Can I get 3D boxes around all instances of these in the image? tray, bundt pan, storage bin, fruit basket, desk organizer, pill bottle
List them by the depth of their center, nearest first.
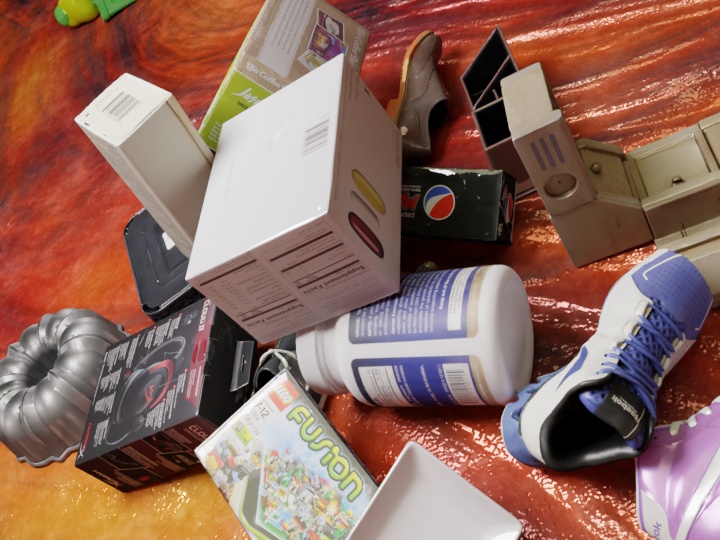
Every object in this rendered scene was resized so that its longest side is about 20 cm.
[{"bbox_3d":[0.025,0.242,0.571,0.106,0.022,0.202,34,82,8],"label":"tray"},{"bbox_3d":[0.047,0.062,0.687,0.195,0.116,0.118,-5,50,29],"label":"pill bottle"},{"bbox_3d":[0.157,-0.178,0.851,0.070,0.077,0.203,-23,44,14],"label":"desk organizer"},{"bbox_3d":[-0.199,-0.014,0.937,0.134,0.094,0.201,-35,43,2],"label":"storage bin"},{"bbox_3d":[-0.378,0.129,0.945,0.197,0.076,0.205,-19,44,19],"label":"bundt pan"},{"bbox_3d":[-0.621,-0.653,1.756,0.209,0.158,0.219,-7,42,6],"label":"fruit basket"}]

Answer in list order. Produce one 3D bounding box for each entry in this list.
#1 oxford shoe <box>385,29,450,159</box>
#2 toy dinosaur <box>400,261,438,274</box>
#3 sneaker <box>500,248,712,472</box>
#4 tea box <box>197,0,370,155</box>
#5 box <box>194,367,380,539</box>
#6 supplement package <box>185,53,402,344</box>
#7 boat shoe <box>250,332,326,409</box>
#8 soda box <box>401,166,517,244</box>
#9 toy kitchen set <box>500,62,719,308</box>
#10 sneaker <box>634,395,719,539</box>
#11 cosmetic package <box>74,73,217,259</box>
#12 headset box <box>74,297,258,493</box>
[{"bbox_3d":[0.082,-0.217,0.957,0.071,0.072,0.204,10,62,15],"label":"oxford shoe"},{"bbox_3d":[0.000,0.000,0.799,0.198,0.104,0.062,21,104,52],"label":"toy dinosaur"},{"bbox_3d":[0.195,0.080,0.563,0.200,0.081,0.115,-46,3,-1],"label":"sneaker"},{"bbox_3d":[-0.098,-0.195,0.896,0.197,0.132,0.203,-48,21,38],"label":"tea box"},{"bbox_3d":[-0.042,0.193,0.640,0.110,0.035,0.200,-41,64,-5],"label":"box"},{"bbox_3d":[-0.052,-0.065,0.701,0.153,0.111,0.204,-21,45,27],"label":"supplement package"},{"bbox_3d":[-0.071,0.106,0.766,0.070,0.068,0.204,-11,47,27],"label":"boat shoe"},{"bbox_3d":[0.059,-0.069,0.794,0.195,0.063,0.073,6,91,27],"label":"soda box"},{"bbox_3d":[0.246,-0.082,0.629,0.196,0.181,0.166,-21,45,22],"label":"toy kitchen set"},{"bbox_3d":[0.259,0.104,0.542,0.113,0.073,0.202,15,63,44],"label":"sneaker"},{"bbox_3d":[-0.184,-0.088,0.774,0.073,0.201,0.103,-46,47,-15],"label":"cosmetic package"},{"bbox_3d":[-0.191,0.126,0.803,0.197,0.075,0.151,-25,43,25],"label":"headset box"}]
